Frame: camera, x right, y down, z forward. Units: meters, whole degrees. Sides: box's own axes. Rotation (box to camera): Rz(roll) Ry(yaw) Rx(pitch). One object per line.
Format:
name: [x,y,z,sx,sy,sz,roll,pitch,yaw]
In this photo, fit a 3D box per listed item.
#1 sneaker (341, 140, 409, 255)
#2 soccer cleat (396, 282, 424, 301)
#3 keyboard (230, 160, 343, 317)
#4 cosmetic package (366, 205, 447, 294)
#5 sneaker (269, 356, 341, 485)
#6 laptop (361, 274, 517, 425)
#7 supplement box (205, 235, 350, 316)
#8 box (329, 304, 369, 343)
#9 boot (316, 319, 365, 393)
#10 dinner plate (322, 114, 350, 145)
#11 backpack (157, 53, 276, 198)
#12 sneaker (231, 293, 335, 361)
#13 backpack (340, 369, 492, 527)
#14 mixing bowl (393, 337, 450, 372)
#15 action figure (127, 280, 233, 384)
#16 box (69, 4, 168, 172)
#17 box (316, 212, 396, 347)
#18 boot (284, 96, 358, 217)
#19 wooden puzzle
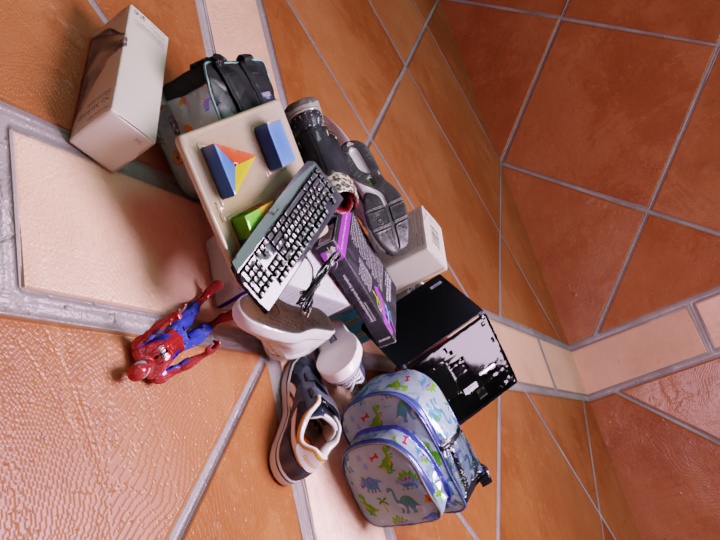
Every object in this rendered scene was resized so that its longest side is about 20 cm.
sneaker: [0.013,-0.107,1.120,0.074,0.115,0.204,-21,79,-21]
soccer cleat: [0.080,0.052,1.208,0.068,0.198,0.087,-5,110,-40]
keyboard: [-0.072,-0.029,0.816,0.128,0.020,0.202,53,50,-29]
cosmetic package: [0.049,-0.017,1.180,0.073,0.197,0.105,40,34,-38]
sneaker: [-0.065,0.191,0.905,0.079,0.078,0.202,47,28,-31]
laptop: [0.128,0.136,1.085,0.203,0.175,0.103,62,-18,-8]
supplement box: [-0.113,0.005,0.949,0.199,0.102,0.103,22,46,-54]
box: [-0.030,0.032,1.114,0.201,0.081,0.050,52,27,-27]
boot: [-0.018,0.144,0.988,0.092,0.072,0.200,61,1,-14]
dinner plate: [-0.046,-0.198,1.245,0.201,0.024,0.201,50,-16,20]
backpack: [-0.178,-0.173,0.919,0.203,0.151,0.176,63,25,-6]
sneaker: [-0.112,0.088,0.885,0.073,0.085,0.199,54,16,28]
backpack: [0.061,0.260,0.967,0.146,0.181,0.204,-30,97,-53]
mixing bowl: [0.119,0.196,1.182,0.107,0.204,0.199,27,17,18]
action figure: [-0.187,0.064,0.758,0.066,0.098,0.200,58,28,-10]
box: [-0.295,-0.228,0.824,0.068,0.081,0.204,38,34,-44]
box: [0.000,0.000,1.035,0.202,0.035,0.144,57,20,-26]
boot: [-0.052,-0.144,0.992,0.204,0.072,0.157,69,-1,-74]
wooden puzzle: [-0.117,-0.103,0.821,0.199,0.046,0.189,-38,112,-50]
